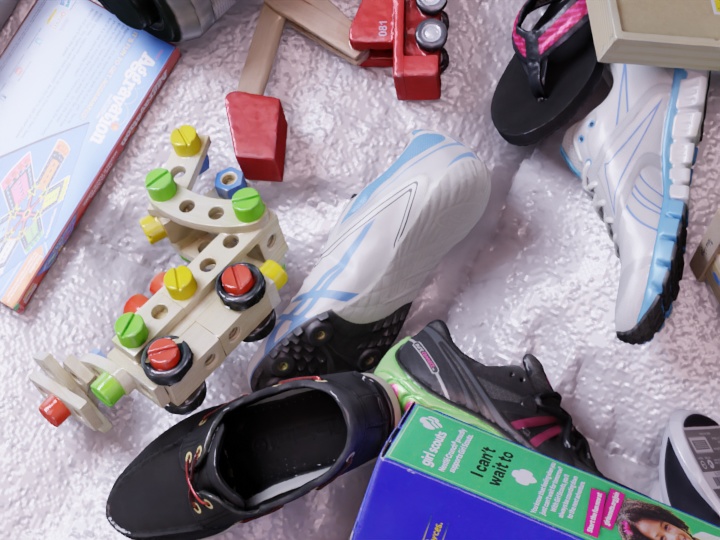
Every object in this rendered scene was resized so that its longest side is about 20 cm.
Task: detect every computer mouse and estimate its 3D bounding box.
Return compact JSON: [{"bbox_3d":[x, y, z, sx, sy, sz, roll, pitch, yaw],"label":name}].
[{"bbox_3d":[0.223,0.174,0.909,0.044,0.109,0.201,-41,61,31],"label":"computer mouse"}]

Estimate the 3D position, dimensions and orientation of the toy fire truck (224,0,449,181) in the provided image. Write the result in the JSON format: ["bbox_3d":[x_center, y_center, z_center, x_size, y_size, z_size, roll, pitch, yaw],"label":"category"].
[{"bbox_3d":[-0.013,-0.160,1.019,0.140,0.049,0.202,0,76,4],"label":"toy fire truck"}]

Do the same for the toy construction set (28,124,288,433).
[{"bbox_3d":[-0.119,0.017,0.954,0.131,0.092,0.201,32,80,29],"label":"toy construction set"}]

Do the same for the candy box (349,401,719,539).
[{"bbox_3d":[0.086,0.192,0.873,0.199,0.077,0.170,21,113,8],"label":"candy box"}]

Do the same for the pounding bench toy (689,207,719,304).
[{"bbox_3d":[0.284,0.016,0.876,0.123,0.200,0.157,-23,75,-2],"label":"pounding bench toy"}]

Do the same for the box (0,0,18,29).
[{"bbox_3d":[-0.311,-0.173,1.018,0.124,0.098,0.201,28,80,11],"label":"box"}]

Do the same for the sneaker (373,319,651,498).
[{"bbox_3d":[0.103,0.097,0.932,0.199,0.077,0.084,35,65,0],"label":"sneaker"}]

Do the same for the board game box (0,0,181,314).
[{"bbox_3d":[-0.211,-0.083,1.029,0.102,0.019,0.201,28,80,12],"label":"board game box"}]

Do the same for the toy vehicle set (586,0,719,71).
[{"bbox_3d":[0.231,-0.182,0.976,0.198,0.027,0.125,2,66,-16],"label":"toy vehicle set"}]

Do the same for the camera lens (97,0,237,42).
[{"bbox_3d":[-0.103,-0.256,0.990,0.160,0.160,0.200,42,80,12],"label":"camera lens"}]

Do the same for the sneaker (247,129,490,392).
[{"bbox_3d":[0.000,0.000,0.977,0.200,0.072,0.072,-49,43,-2],"label":"sneaker"}]

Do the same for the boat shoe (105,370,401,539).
[{"bbox_3d":[-0.074,0.110,0.918,0.200,0.063,0.074,-23,79,26],"label":"boat shoe"}]

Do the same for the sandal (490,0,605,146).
[{"bbox_3d":[0.132,-0.167,0.998,0.075,0.045,0.201,12,67,47],"label":"sandal"}]

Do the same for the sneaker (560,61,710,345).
[{"bbox_3d":[0.163,-0.051,0.975,0.086,0.075,0.202,7,68,12],"label":"sneaker"}]
